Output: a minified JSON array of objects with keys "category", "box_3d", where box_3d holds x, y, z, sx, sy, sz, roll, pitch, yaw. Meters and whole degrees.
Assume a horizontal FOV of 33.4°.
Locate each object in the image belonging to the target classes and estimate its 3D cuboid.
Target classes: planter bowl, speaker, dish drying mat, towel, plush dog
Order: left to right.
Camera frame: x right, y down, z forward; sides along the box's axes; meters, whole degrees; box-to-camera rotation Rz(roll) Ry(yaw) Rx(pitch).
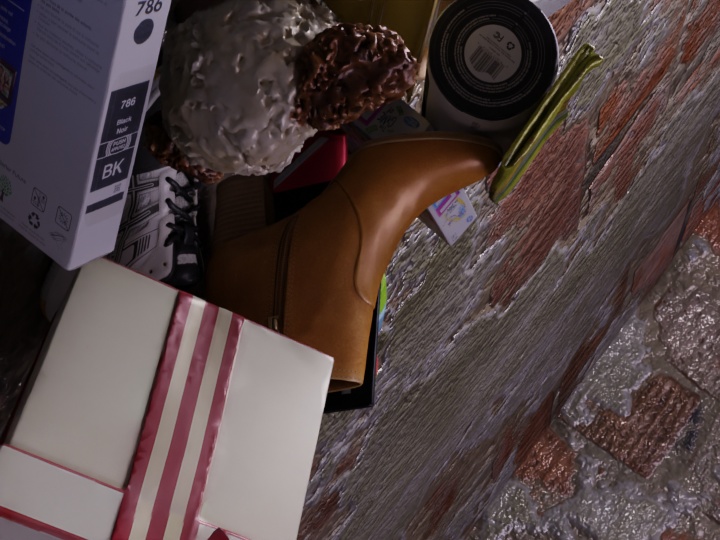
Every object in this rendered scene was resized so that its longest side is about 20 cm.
[{"category":"plush dog","box_3d":[-0.054,-0.134,0.624,0.159,0.199,0.174,16,66,-43]},{"category":"dish drying mat","box_3d":[-0.044,-0.014,0.901,0.018,0.076,0.203,-19,122,-46]},{"category":"planter bowl","box_3d":[0.020,-0.215,0.758,0.200,0.082,0.203,-164,-90,-90]},{"category":"speaker","box_3d":[0.082,-0.119,0.806,0.082,0.081,0.200,-54,176,-2]},{"category":"towel","box_3d":[0.112,-0.086,0.757,0.087,0.018,0.200,-56,176,1]}]

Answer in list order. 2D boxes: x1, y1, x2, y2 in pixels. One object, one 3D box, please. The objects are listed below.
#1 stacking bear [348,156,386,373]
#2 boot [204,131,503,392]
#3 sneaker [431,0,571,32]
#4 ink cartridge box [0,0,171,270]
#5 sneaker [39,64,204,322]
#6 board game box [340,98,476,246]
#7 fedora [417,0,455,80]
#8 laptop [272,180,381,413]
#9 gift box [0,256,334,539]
[{"category":"stacking bear","box_3d":[-0.032,-0.001,0.981,0.112,0.122,0.202,-9,125,-19]},{"category":"boot","box_3d":[-0.001,0.000,0.745,0.071,0.198,0.146,54,27,-66]},{"category":"sneaker","box_3d":[0.121,-0.228,0.876,0.199,0.082,0.074,-33,173,-19]},{"category":"ink cartridge box","box_3d":[-0.144,-0.108,0.573,0.039,0.099,0.202,-30,149,-49]},{"category":"sneaker","box_3d":[-0.124,-0.032,0.754,0.075,0.087,0.202,-8,128,-61]},{"category":"board game box","box_3d":[0.013,-0.098,0.889,0.034,0.134,0.200,-48,159,-2]},{"category":"fedora","box_3d":[0.103,-0.230,0.966,0.201,0.081,0.202,-45,158,-24]},{"category":"laptop","box_3d":[-0.057,0.049,0.844,0.201,0.102,0.179,114,-16,-56]},{"category":"gift box","box_3d":[-0.129,0.120,0.651,0.201,0.182,0.188,122,-15,-49]}]
